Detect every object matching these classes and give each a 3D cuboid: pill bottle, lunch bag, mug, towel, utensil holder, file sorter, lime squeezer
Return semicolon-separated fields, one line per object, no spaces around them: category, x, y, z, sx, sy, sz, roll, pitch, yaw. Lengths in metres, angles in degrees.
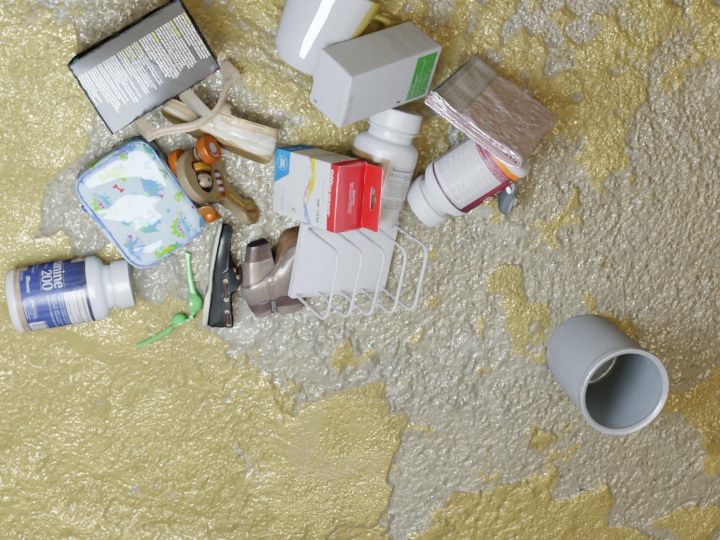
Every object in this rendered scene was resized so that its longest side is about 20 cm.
pill bottle;0.036;-0.183;1.727;0.114;0.114;0.200;13;105;-15
lunch bag;-0.373;-0.115;1.690;0.161;0.082;0.200;-34;111;1
pill bottle;0.183;-0.162;1.736;0.200;0.110;0.110;-32;113;28
mug;-0.049;-0.393;1.631;0.186;0.149;0.153;25;110;-10
towel;0.224;-0.269;1.673;0.191;0.200;0.032;38;132;4
utensil holder;0.456;0.188;1.885;0.170;0.200;0.170;-4;109;-10
file sorter;0.000;0.000;1.736;0.200;0.125;0.139;-4;117;-34
lime squeezer;-0.326;0.070;1.785;0.071;0.038;0.200;27;102;-18
pill bottle;-0.489;0.036;1.703;0.200;0.111;0.111;-9;110;-8

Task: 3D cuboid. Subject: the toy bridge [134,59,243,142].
toy bridge;-0.268;-0.269;1.634;0.200;0.027;0.067;-38;77;-22

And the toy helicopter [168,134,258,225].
toy helicopter;-0.236;-0.125;1.683;0.079;0.132;0.200;-21;145;25

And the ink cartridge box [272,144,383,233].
ink cartridge box;-0.057;-0.135;1.681;0.067;0.200;0.116;-13;114;-43

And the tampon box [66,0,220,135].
tampon box;-0.339;-0.328;1.588;0.200;0.150;0.126;-30;110;0

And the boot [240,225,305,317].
boot;-0.119;0.003;1.793;0.200;0.070;0.146;-12;118;-9

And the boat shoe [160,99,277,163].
boat shoe;-0.233;-0.247;1.685;0.200;0.074;0.069;24;79;-9

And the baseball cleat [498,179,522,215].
baseball cleat;0.247;-0.202;1.796;0.106;0.070;0.200;9;102;1

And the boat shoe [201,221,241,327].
boat shoe;-0.240;0.009;1.761;0.063;0.074;0.202;6;114;-8

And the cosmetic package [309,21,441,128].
cosmetic package;0.024;-0.321;1.633;0.200;0.085;0.108;-28;151;-33
